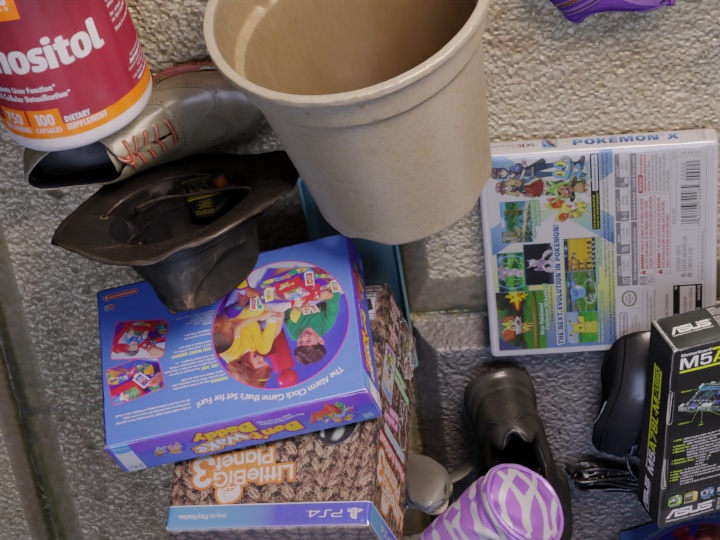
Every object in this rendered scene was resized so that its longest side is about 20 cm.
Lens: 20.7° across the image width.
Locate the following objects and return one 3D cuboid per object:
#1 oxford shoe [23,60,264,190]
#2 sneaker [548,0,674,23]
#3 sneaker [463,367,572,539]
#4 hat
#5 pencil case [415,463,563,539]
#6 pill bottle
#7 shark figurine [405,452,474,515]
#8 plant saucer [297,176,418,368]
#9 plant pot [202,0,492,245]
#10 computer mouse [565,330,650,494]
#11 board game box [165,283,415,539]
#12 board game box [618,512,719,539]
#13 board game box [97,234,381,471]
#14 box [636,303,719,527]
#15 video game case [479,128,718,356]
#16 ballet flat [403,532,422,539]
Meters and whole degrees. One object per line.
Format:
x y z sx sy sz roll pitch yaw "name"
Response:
-0.156 -0.097 1.459 0.200 0.075 0.071 -17 123 13 "oxford shoe"
0.218 -0.227 1.362 0.200 0.081 0.083 -15 139 24 "sneaker"
0.135 0.179 1.648 0.076 0.091 0.200 -20 126 6 "sneaker"
-0.127 -0.019 1.432 0.200 0.201 0.081 -9 112 9 "hat"
0.083 0.239 1.594 0.084 0.086 0.200 20 131 -20 "pencil case"
-0.224 -0.192 1.366 0.113 0.113 0.200 -10 126 10 "pill bottle"
0.005 0.177 1.678 0.214 0.128 0.090 -25 98 40 "shark figurine"
0.000 0.000 1.564 0.070 0.019 0.200 -5 126 7 "plant saucer"
0.012 -0.124 1.376 0.200 0.201 0.184 -10 137 10 "plant pot"
0.256 0.134 1.626 0.140 0.046 0.200 8 134 -4 "computer mouse"
-0.050 0.123 1.514 0.159 0.200 0.097 -4 151 15 "board game box"
0.325 0.255 1.673 0.200 0.135 0.045 -19 124 16 "board game box"
-0.093 0.061 1.468 0.199 0.135 0.045 -13 149 10 "board game box"
0.323 0.102 1.575 0.200 0.048 0.194 -14 127 -13 "box"
0.187 -0.019 1.541 0.182 0.022 0.200 -3 128 4 "video game case"
0.097 0.260 1.693 0.200 0.072 0.072 4 131 27 "ballet flat"
